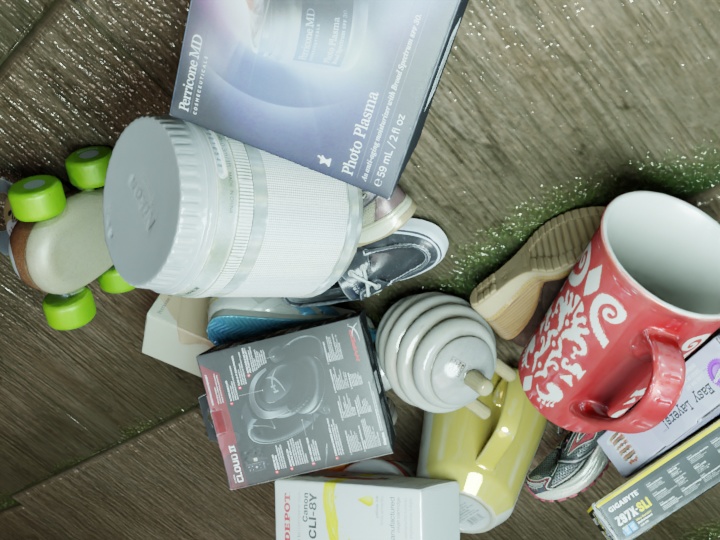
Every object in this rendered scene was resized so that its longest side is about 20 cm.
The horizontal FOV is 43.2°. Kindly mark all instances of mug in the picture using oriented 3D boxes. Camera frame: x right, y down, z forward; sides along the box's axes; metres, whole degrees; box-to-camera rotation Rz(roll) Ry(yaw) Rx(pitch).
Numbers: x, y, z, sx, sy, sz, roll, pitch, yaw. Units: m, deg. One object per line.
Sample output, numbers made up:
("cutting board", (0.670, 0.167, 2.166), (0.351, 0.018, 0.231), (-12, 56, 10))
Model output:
("mug", (0.214, 0.057, 0.784), (0.133, 0.177, 0.200), (37, 139, 12))
("mug", (0.128, 0.206, 1.056), (0.149, 0.153, 0.187), (1, 132, 23))

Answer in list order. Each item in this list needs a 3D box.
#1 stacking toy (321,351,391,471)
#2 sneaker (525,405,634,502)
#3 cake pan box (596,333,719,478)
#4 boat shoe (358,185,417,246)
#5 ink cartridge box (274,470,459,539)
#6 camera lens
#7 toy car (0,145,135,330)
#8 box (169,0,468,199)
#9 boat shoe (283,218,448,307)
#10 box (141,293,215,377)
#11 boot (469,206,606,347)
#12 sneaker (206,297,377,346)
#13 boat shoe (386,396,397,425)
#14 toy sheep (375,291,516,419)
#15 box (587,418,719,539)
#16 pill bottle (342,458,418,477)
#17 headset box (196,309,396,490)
("stacking toy", (-0.014, 0.173, 1.127), (0.146, 0.146, 0.200), (35, 119, -12))
("sneaker", (0.252, 0.176, 1.015), (0.075, 0.081, 0.200), (36, 110, -4))
("cake pan box", (0.340, 0.101, 0.849), (0.052, 0.184, 0.200), (53, 143, 21))
("boat shoe", (-0.035, -0.052, 0.939), (0.199, 0.072, 0.065), (-18, 112, 38))
("ink cartridge box", (0.004, 0.302, 1.001), (0.199, 0.146, 0.083), (-5, 173, 36))
("camera lens", (-0.109, -0.056, 0.822), (0.199, 0.161, 0.160), (2, 154, -41))
("toy car", (-0.369, -0.051, 1.034), (0.199, 0.158, 0.165), (12, 125, 29))
("box", (-0.027, -0.194, 0.725), (0.198, 0.123, 0.201), (21, 122, 3))
("boat shoe", (0.000, 0.000, 0.970), (0.199, 0.068, 0.072), (-11, 127, 31))
("box", (-0.153, 0.084, 1.101), (0.199, 0.095, 0.078), (22, 136, 0))
("boot", (0.229, 0.025, 0.916), (0.166, 0.073, 0.200), (30, 137, -24))
("sneaker", (-0.076, 0.052, 1.053), (0.199, 0.081, 0.077), (10, 130, -16))
("boat shoe", (-0.057, 0.180, 1.041), (0.199, 0.075, 0.074), (-20, 112, 8))
("toy sheep", (0.087, 0.090, 0.967), (0.138, 0.138, 0.200), (51, 167, -26))
("box", (0.317, 0.195, 0.881), (0.200, 0.049, 0.160), (-34, 158, 1))
("pill bottle", (0.057, 0.298, 1.147), (0.113, 0.115, 0.200), (-8, 164, 29))
("headset box", (-0.075, 0.139, 0.976), (0.199, 0.077, 0.150), (-15, 91, 7))
